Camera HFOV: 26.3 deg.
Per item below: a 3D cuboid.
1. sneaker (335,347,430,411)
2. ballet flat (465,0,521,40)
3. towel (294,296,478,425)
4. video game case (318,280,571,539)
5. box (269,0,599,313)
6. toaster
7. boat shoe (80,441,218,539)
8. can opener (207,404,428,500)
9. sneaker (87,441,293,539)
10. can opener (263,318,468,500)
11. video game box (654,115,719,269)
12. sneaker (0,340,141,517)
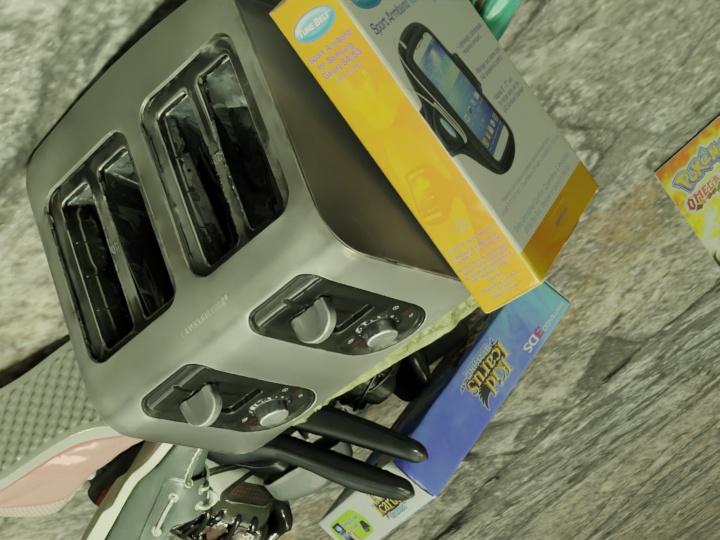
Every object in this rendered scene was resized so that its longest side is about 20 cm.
[{"bbox_3d":[-0.019,0.053,1.080,0.199,0.091,0.076,1,142,-46],"label":"sneaker"},{"bbox_3d":[0.072,-0.180,0.805,0.070,0.067,0.201,-41,167,-44],"label":"ballet flat"},{"bbox_3d":[0.000,0.000,0.999,0.199,0.037,0.149,-33,124,-1],"label":"towel"},{"bbox_3d":[0.062,0.112,1.190,0.200,0.045,0.181,-51,180,-30],"label":"video game case"},{"bbox_3d":[0.035,-0.090,0.758,0.041,0.201,0.119,-33,-172,33],"label":"box"},{"bbox_3d":[-0.061,-0.031,0.787,0.180,0.202,0.118,-36,153,30],"label":"toaster"},{"bbox_3d":[-0.129,0.145,1.065,0.201,0.061,0.073,-53,-169,25],"label":"boat shoe"},{"bbox_3d":[-0.042,0.115,1.081,0.198,0.064,0.078,6,170,31],"label":"can opener"},{"bbox_3d":[-0.122,0.177,1.182,0.071,0.099,0.199,-41,152,26],"label":"sneaker"},{"bbox_3d":[0.002,0.101,1.194,0.199,0.053,0.067,-35,114,-3],"label":"can opener"},{"bbox_3d":[0.346,-0.066,1.154,0.200,0.183,0.047,-44,148,25],"label":"video game box"},{"bbox_3d":[-0.181,0.098,1.009,0.199,0.076,0.105,-26,161,-12],"label":"sneaker"}]
